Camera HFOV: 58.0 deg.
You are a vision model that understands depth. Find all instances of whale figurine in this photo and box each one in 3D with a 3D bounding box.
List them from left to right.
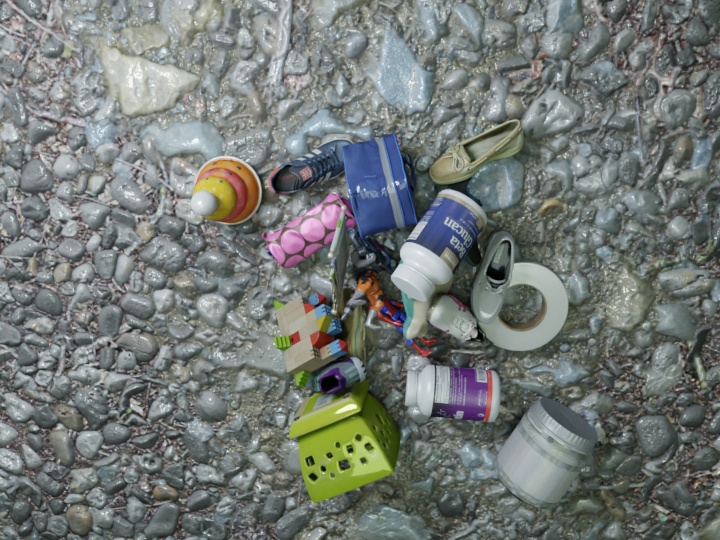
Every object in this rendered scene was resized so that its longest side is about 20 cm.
[{"bbox_3d":[0.121,0.041,1.357,0.103,0.159,0.201,21,102,29],"label":"whale figurine"}]

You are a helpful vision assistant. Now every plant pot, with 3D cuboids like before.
[{"bbox_3d":[-0.040,0.357,1.427,0.198,0.200,0.182,-24,97,11],"label":"plant pot"}]

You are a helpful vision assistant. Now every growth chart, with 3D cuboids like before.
[{"bbox_3d":[-0.042,-0.013,1.304,0.018,0.145,0.200,9,143,8],"label":"growth chart"}]

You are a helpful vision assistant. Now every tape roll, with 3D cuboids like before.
[{"bbox_3d":[0.343,0.075,1.400,0.202,0.037,0.204,1,105,3],"label":"tape roll"}]

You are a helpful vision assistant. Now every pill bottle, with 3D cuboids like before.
[{"bbox_3d":[0.145,-0.044,1.234,0.111,0.111,0.200,36,77,-7],"label":"pill bottle"},{"bbox_3d":[0.200,0.267,1.424,0.199,0.112,0.113,5,106,3],"label":"pill bottle"}]

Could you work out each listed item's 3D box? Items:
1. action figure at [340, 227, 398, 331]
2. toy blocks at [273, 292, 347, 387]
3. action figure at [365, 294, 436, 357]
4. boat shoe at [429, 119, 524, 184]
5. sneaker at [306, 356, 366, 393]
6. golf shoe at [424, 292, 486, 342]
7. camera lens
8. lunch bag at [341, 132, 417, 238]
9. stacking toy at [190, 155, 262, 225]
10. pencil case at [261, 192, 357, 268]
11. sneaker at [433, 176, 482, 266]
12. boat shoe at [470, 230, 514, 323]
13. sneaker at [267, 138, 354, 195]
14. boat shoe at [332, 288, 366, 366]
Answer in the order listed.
[{"bbox_3d":[0.000,0.000,1.332,0.104,0.194,0.200,-17,141,28],"label":"action figure"},{"bbox_3d":[-0.101,0.125,1.375,0.136,0.201,0.100,-31,145,23],"label":"toy blocks"},{"bbox_3d":[0.082,0.103,1.412,0.200,0.066,0.052,40,136,-8],"label":"action figure"},{"bbox_3d":[0.228,-0.237,1.289,0.200,0.063,0.073,-21,59,7],"label":"boat shoe"},{"bbox_3d":[-0.079,0.230,1.392,0.200,0.087,0.075,-24,90,47],"label":"sneaker"},{"bbox_3d":[0.200,0.100,1.333,0.092,0.200,0.073,27,89,32],"label":"golf shoe"},{"bbox_3d":[0.401,0.402,1.424,0.159,0.160,0.201,27,106,-4],"label":"camera lens"},{"bbox_3d":[0.044,-0.173,1.272,0.132,0.201,0.136,-12,136,4],"label":"lunch bag"},{"bbox_3d":[-0.284,-0.145,1.293,0.145,0.200,0.147,1,106,3],"label":"stacking toy"},{"bbox_3d":[-0.103,-0.086,1.359,0.200,0.091,0.094,-31,101,9],"label":"pencil case"},{"bbox_3d":[0.219,-0.104,1.338,0.082,0.073,0.201,-20,104,9],"label":"sneaker"},{"bbox_3d":[0.272,0.019,1.336,0.073,0.065,0.201,7,105,3],"label":"boat shoe"},{"bbox_3d":[-0.099,-0.205,1.324,0.199,0.085,0.075,-26,103,10],"label":"sneaker"},{"bbox_3d":[-0.017,0.134,1.424,0.073,0.063,0.202,7,105,43],"label":"boat shoe"}]
